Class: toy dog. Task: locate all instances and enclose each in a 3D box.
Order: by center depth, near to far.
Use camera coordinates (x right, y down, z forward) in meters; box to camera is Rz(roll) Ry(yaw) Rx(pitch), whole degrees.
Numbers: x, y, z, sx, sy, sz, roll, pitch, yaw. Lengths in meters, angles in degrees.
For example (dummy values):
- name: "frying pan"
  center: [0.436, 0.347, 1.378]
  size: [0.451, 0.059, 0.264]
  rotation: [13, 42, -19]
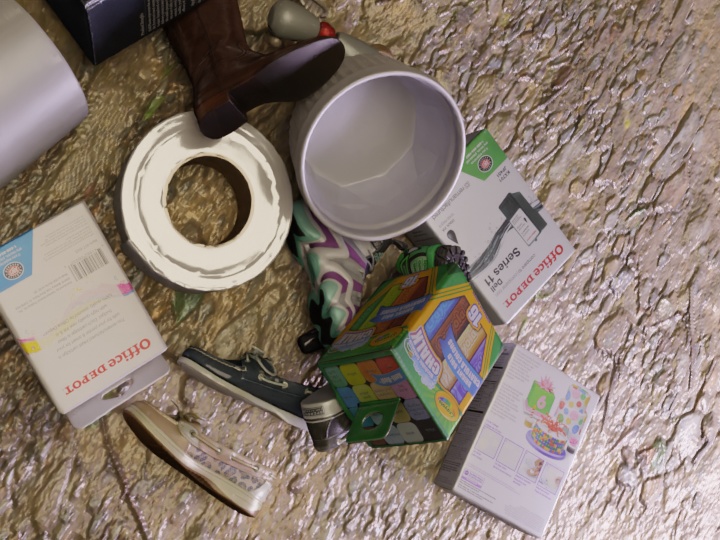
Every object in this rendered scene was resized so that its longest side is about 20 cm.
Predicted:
- name: "toy dog"
  center: [-0.033, -0.240, 1.210]
  size: [0.198, 0.132, 0.097]
  rotation: [33, 113, -11]

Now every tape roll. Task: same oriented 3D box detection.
- name: "tape roll"
  center: [-0.180, -0.075, 1.154]
  size: [0.199, 0.071, 0.207]
  rotation: [1, 87, -21]

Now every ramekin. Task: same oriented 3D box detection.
- name: "ramekin"
  center: [0.011, -0.146, 1.148]
  size: [0.196, 0.105, 0.204]
  rotation: [-10, 122, -16]

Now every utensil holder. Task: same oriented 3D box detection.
- name: "utensil holder"
  center: [-0.402, -0.160, 1.025]
  size: [0.200, 0.169, 0.171]
  rotation: [-43, 102, -20]

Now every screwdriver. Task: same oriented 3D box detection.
- name: "screwdriver"
  center: [0.011, 0.057, 1.247]
  size: [0.197, 0.029, 0.028]
  rotation: [-22, 94, -24]

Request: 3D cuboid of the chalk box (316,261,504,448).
- name: "chalk box"
  center: [0.046, 0.106, 1.101]
  size: [0.125, 0.124, 0.200]
  rotation: [58, 46, -18]

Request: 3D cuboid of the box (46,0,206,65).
- name: "box"
  center: [-0.263, -0.368, 1.084]
  size: [0.195, 0.124, 0.201]
  rotation: [-35, 80, -20]

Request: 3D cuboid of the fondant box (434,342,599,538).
- name: "fondant box"
  center: [0.201, 0.215, 1.291]
  size: [0.143, 0.058, 0.203]
  rotation: [30, 78, -17]

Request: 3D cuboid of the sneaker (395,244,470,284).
- name: "sneaker"
  center: [0.096, 0.052, 1.239]
  size: [0.078, 0.084, 0.203]
  rotation: [-44, 132, -43]

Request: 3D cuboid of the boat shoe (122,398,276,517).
- name: "boat shoe"
  center: [-0.181, 0.201, 1.143]
  size: [0.200, 0.073, 0.063]
  rotation: [44, 67, -25]

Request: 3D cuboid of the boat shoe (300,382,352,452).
- name: "boat shoe"
  center: [0.004, 0.151, 1.190]
  size: [0.199, 0.070, 0.065]
  rotation: [-24, 103, -47]

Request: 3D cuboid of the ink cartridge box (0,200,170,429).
- name: "ink cartridge box"
  center: [-0.302, 0.051, 1.070]
  size: [0.127, 0.125, 0.203]
  rotation: [-30, 98, -19]

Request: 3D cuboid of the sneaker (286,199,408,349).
- name: "sneaker"
  center: [0.000, 0.000, 1.206]
  size: [0.138, 0.078, 0.204]
  rotation: [-14, 81, -25]

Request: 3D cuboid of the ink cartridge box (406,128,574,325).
- name: "ink cartridge box"
  center: [0.153, -0.051, 1.274]
  size: [0.147, 0.083, 0.201]
  rotation: [-44, 103, -17]

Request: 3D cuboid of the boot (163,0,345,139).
- name: "boot"
  center: [-0.124, -0.260, 1.122]
  size: [0.184, 0.202, 0.065]
  rotation: [-26, 141, 5]

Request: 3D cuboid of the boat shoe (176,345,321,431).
- name: "boat shoe"
  center: [-0.115, 0.127, 1.165]
  size: [0.198, 0.075, 0.063]
  rotation: [28, 79, -19]
